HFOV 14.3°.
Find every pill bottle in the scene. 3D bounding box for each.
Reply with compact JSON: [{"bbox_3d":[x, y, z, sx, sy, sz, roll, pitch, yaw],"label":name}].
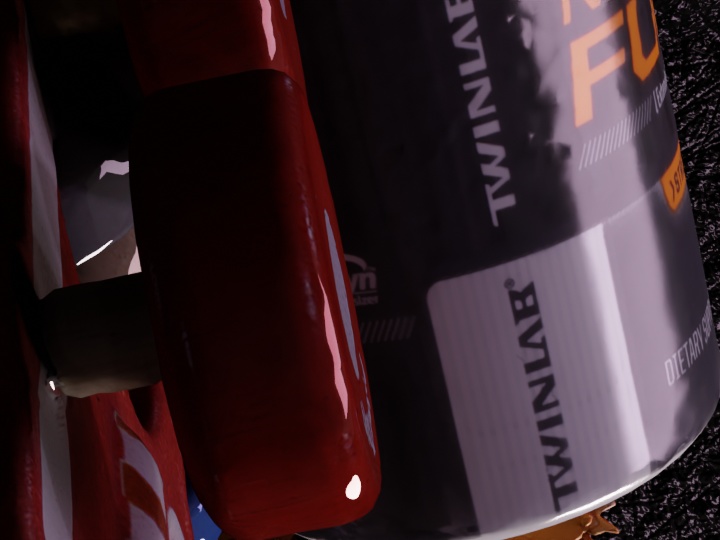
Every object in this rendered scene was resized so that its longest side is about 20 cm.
[{"bbox_3d":[0.004,-0.055,0.566,0.106,0.106,0.201,-81,159,-67],"label":"pill bottle"}]

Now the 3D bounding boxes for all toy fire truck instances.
[{"bbox_3d":[-0.054,0.022,0.476,0.200,0.112,0.168,-101,179,-48],"label":"toy fire truck"}]

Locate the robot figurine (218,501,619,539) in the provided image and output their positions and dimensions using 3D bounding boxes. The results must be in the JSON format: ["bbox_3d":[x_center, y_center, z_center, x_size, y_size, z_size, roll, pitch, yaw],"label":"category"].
[{"bbox_3d":[-0.043,0.088,0.649,0.058,0.200,0.145,62,-6,-6],"label":"robot figurine"}]
